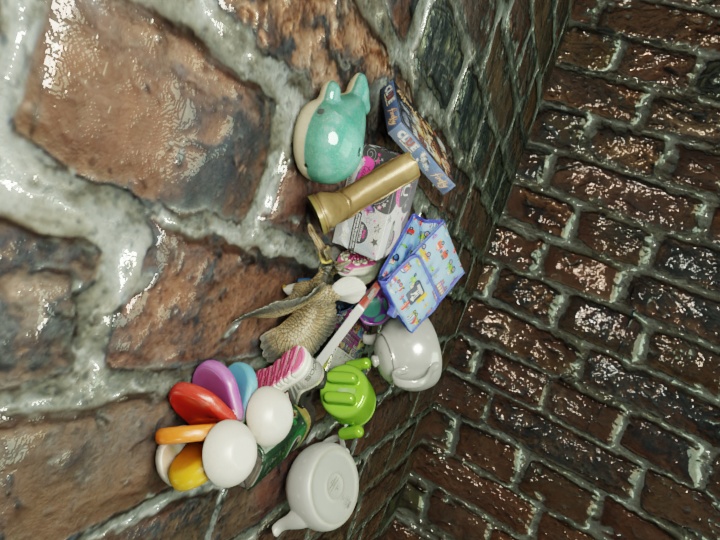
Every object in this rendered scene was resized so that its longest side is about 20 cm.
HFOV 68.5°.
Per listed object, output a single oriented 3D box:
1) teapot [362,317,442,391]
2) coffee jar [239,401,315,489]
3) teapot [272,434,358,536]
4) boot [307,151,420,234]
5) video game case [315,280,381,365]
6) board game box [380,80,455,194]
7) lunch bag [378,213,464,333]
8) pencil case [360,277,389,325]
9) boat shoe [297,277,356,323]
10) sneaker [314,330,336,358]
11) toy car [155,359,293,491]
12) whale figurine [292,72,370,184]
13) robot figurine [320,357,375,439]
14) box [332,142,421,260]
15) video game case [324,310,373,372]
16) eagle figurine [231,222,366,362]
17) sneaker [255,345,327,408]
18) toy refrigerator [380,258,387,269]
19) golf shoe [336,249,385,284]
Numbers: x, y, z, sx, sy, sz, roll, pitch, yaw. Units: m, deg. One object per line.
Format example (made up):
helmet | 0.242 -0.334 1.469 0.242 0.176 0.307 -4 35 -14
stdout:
teapot | 0.094 0.195 1.231 0.141 0.203 0.202 -12 155 -17
coffee jar | -0.167 0.319 1.015 0.106 0.084 0.199 -60 163 22
teapot | -0.106 0.504 1.253 0.196 0.143 0.206 11 70 -45
boot | 0.009 -0.139 0.894 0.195 0.068 0.175 -28 -173 1
video game case | -0.021 0.097 0.990 0.145 0.017 0.200 -54 178 15
board game box | 0.116 -0.262 1.054 0.198 0.034 0.139 37 35 -40
lunch bag | 0.112 0.014 1.095 0.202 0.092 0.153 -51 131 -22
pencil case | 0.053 0.066 1.294 0.095 0.083 0.200 -67 172 16
boat shoe | -0.073 0.064 1.049 0.198 0.082 0.072 20 74 -55
sneaker | -0.119 0.187 1.070 0.199 0.075 0.089 -39 158 -47
toy car | -0.209 0.210 0.767 0.199 0.171 0.155 -34 104 -55
whale figurine | -0.025 -0.228 0.853 0.202 0.101 0.162 -55 154 -31
robot figurine | -0.026 0.289 1.210 0.201 0.111 0.182 67 25 -61
box | 0.037 -0.141 1.072 0.131 0.111 0.207 -19 126 -63
video game case | -0.034 0.181 1.294 0.186 0.035 0.200 -66 159 -11
eagle figurine | -0.100 0.056 0.887 0.203 0.151 0.150 -55 -170 -24
sneaker | -0.128 0.204 0.900 0.198 0.086 0.075 -38 -149 32
toy refrigerator | 0.067 -0.081 1.256 0.071 0.074 0.203 -56 155 -27
golf shoe | 0.000 0.000 1.170 0.198 0.073 0.095 -20 131 -62
